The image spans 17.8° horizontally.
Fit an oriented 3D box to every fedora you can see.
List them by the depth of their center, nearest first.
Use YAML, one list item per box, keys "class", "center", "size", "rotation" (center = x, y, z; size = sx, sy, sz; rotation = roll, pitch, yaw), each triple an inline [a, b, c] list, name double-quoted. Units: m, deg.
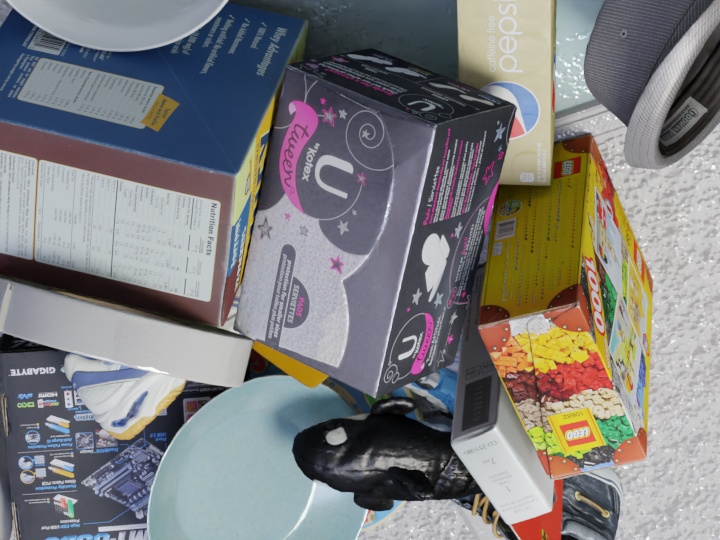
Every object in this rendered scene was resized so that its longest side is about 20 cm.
- class: "fedora"
  center: [0.220, -0.169, 1.548]
  size: [0.090, 0.177, 0.201]
  rotation: [38, 109, 20]

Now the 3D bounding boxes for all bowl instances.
- class: "bowl"
  center: [-0.162, -0.257, 1.546]
  size: [0.200, 0.091, 0.202]
  rotation: [4, 121, 6]

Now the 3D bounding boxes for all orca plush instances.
- class: "orca plush"
  center: [0.047, 0.167, 1.774]
  size: [0.199, 0.071, 0.105]
  rotation: [24, 115, -21]

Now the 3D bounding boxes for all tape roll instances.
- class: "tape roll"
  center: [-0.176, 0.041, 1.615]
  size: [0.202, 0.203, 0.037]
  rotation: [14, 90, -3]

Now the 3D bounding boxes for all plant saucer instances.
- class: "plant saucer"
  center: [-0.084, 0.173, 1.798]
  size: [0.200, 0.039, 0.202]
  rotation: [-10, 110, -28]

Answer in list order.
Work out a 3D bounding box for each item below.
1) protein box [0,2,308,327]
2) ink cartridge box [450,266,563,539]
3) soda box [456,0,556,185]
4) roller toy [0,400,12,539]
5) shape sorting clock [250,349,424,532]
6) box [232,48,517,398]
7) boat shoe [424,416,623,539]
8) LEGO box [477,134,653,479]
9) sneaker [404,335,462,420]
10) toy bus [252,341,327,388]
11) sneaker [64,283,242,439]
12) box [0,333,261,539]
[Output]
- class: "protein box"
  center: [-0.161, -0.092, 1.605]
  size: [0.199, 0.199, 0.135]
  rotation: [14, 130, 5]
- class: "ink cartridge box"
  center: [0.130, 0.117, 1.735]
  size: [0.043, 0.201, 0.174]
  rotation: [-22, 122, 22]
- class: "soda box"
  center: [0.103, -0.158, 1.609]
  size: [0.067, 0.064, 0.201]
  rotation: [2, 129, 7]
- class: "roller toy"
  center: [-0.366, 0.165, 1.887]
  size: [0.182, 0.140, 0.200]
  rotation: [-18, 123, 21]
- class: "shape sorting clock"
  center: [-0.043, 0.128, 1.854]
  size: [0.199, 0.039, 0.201]
  rotation: [8, 120, 13]
- class: "box"
  center: [0.006, -0.036, 1.589]
  size: [0.132, 0.115, 0.201]
  rotation: [23, 111, 27]
- class: "boat shoe"
  center: [0.116, 0.183, 1.859]
  size: [0.199, 0.091, 0.071]
  rotation: [14, 129, -2]
- class: "LEGO box"
  center: [0.152, 0.025, 1.658]
  size: [0.077, 0.201, 0.149]
  rotation: [-14, 125, 19]
- class: "sneaker"
  center: [0.084, 0.070, 1.791]
  size: [0.075, 0.087, 0.200]
  rotation: [9, 161, 44]
- class: "toy bus"
  center: [0.000, 0.000, 1.728]
  size: [0.065, 0.078, 0.200]
  rotation: [36, 116, -12]
- class: "sneaker"
  center: [-0.138, 0.034, 1.739]
  size: [0.200, 0.075, 0.088]
  rotation: [-43, 93, -2]
- class: "box"
  center: [-0.182, 0.143, 1.825]
  size: [0.199, 0.050, 0.200]
  rotation: [-5, 110, -3]
